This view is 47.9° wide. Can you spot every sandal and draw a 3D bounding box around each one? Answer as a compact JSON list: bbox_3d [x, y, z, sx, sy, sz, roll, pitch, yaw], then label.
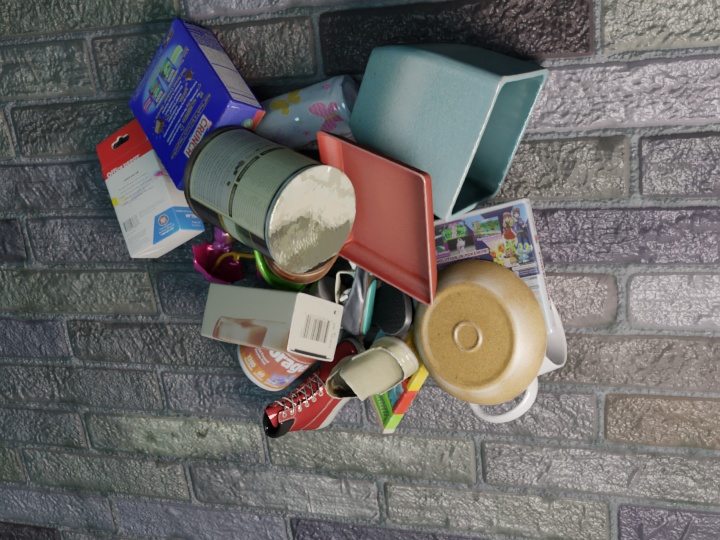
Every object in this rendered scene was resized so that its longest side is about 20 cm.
[{"bbox_3d":[0.049,0.058,1.232,0.048,0.200,0.076,10,89,-17],"label":"sandal"}]

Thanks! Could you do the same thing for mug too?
[{"bbox_3d":[0.197,0.124,1.192,0.175,0.147,0.201,-25,58,30],"label":"mug"}]

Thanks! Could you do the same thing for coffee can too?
[{"bbox_3d":[-0.125,-0.100,1.094,0.200,0.146,0.147,29,122,40],"label":"coffee can"}]

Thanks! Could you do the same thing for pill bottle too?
[{"bbox_3d":[-0.102,0.101,1.323,0.112,0.112,0.200,47,118,-3],"label":"pill bottle"}]

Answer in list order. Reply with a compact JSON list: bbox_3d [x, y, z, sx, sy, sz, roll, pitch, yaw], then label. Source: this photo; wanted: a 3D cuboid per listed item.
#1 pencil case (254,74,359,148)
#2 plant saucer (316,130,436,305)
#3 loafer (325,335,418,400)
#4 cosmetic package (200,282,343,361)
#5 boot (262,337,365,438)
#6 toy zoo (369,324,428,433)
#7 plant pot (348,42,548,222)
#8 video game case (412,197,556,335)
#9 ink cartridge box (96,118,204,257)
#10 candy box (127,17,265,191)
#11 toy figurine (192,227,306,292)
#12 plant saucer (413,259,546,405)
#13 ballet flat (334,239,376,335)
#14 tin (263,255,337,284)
[{"bbox_3d":[-0.088,-0.224,1.208,0.199,0.083,0.091,-11,145,22],"label":"pencil case"},{"bbox_3d":[0.029,-0.076,1.070,0.200,0.037,0.200,30,140,40],"label":"plant saucer"},{"bbox_3d":[0.014,0.157,1.217,0.076,0.068,0.200,49,143,-5],"label":"loafer"},{"bbox_3d":[-0.136,0.076,1.216,0.199,0.103,0.088,5,81,43],"label":"cosmetic package"},{"bbox_3d":[-0.080,0.197,1.331,0.072,0.144,0.200,48,121,30],"label":"boot"},{"bbox_3d":[0.058,0.142,1.268,0.020,0.132,0.200,3,133,-27],"label":"toy zoo"},{"bbox_3d":[0.103,-0.211,1.095,0.199,0.196,0.197,29,118,20],"label":"plant pot"},{"bbox_3d":[0.157,0.010,1.119,0.199,0.023,0.183,-12,88,34],"label":"video game case"},{"bbox_3d":[-0.344,-0.134,1.318,0.116,0.067,0.201,-25,80,26],"label":"ink cartridge box"},{"bbox_3d":[-0.248,-0.243,1.209,0.169,0.077,0.200,-50,57,28],"label":"candy box"},{"bbox_3d":[-0.191,-0.052,1.298,0.183,0.150,0.201,-8,85,32],"label":"toy figurine"},{"bbox_3d":[0.151,0.086,1.096,0.199,0.035,0.201,4,97,33],"label":"plant saucer"},{"bbox_3d":[0.000,0.000,1.204,0.073,0.073,0.201,18,110,11],"label":"ballet flat"},{"bbox_3d":[-0.064,-0.072,1.208,0.112,0.200,0.042,36,159,-6],"label":"tin"}]
